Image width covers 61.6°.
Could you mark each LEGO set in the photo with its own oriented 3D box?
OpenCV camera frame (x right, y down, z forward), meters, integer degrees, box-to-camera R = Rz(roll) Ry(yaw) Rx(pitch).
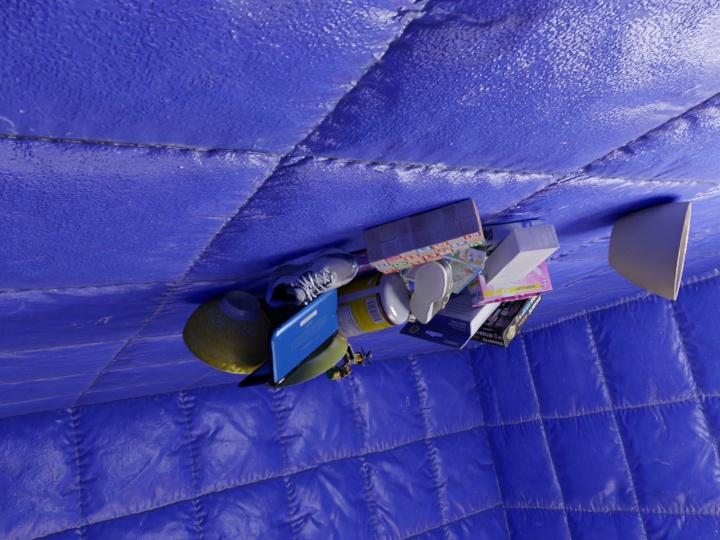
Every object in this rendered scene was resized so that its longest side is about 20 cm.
[{"bbox_3d":[-0.050,0.231,1.857,0.114,0.203,0.154,0,143,-46],"label":"LEGO set"}]

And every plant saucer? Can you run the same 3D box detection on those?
[{"bbox_3d":[-0.123,0.183,1.285,0.195,0.032,0.200,-20,-166,5],"label":"plant saucer"}]

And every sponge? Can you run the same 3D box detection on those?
[{"bbox_3d":[0.000,0.000,1.253,0.108,0.031,0.200,-13,168,8],"label":"sponge"}]

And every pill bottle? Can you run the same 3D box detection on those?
[{"bbox_3d":[-0.003,0.076,1.254,0.196,0.112,0.108,-16,166,30],"label":"pill bottle"}]

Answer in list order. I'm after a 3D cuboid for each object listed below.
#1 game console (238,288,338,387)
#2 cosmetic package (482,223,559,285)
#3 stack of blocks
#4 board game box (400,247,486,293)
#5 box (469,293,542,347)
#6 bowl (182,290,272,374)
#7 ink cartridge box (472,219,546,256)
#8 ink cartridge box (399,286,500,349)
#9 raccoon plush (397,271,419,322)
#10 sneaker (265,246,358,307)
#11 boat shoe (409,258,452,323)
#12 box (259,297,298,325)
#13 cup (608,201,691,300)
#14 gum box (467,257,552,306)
[{"bbox_3d":[-0.142,0.126,1.165,0.116,0.175,0.199,18,-145,28],"label":"game console"},{"bbox_3d":[0.307,-0.029,1.185,0.080,0.052,0.201,-6,162,-9],"label":"cosmetic package"},{"bbox_3d":[0.114,-0.055,1.056,0.195,0.060,0.115,-16,166,15],"label":"stack of blocks"},{"bbox_3d":[0.161,-0.009,1.220,0.131,0.035,0.200,15,163,-1],"label":"board game box"},{"bbox_3d":[0.328,0.094,1.468,0.156,0.047,0.200,8,-140,42],"label":"box"},{"bbox_3d":[-0.259,0.109,1.252,0.197,0.200,0.110,1,121,-43],"label":"bowl"},{"bbox_3d":[0.269,-0.059,1.228,0.194,0.043,0.119,-11,167,-12],"label":"ink cartridge box"},{"bbox_3d":[0.214,0.094,1.452,0.197,0.041,0.199,9,-140,44],"label":"ink cartridge box"},{"bbox_3d":[0.082,0.099,1.402,0.095,0.136,0.202,-10,146,-28],"label":"raccoon plush"},{"bbox_3d":[-0.091,0.025,1.098,0.196,0.078,0.086,-20,-156,28],"label":"sneaker"},{"bbox_3d":[0.146,0.032,1.189,0.060,0.072,0.203,-33,158,-23],"label":"boat shoe"},{"bbox_3d":[-0.142,0.108,1.408,0.196,0.107,0.147,-19,165,28],"label":"box"},{"bbox_3d":[0.614,-0.050,1.293,0.140,0.206,0.199,9,179,31],"label":"cup"},{"bbox_3d":[0.340,0.007,1.390,0.195,0.117,0.066,-7,167,-19],"label":"gum box"}]
